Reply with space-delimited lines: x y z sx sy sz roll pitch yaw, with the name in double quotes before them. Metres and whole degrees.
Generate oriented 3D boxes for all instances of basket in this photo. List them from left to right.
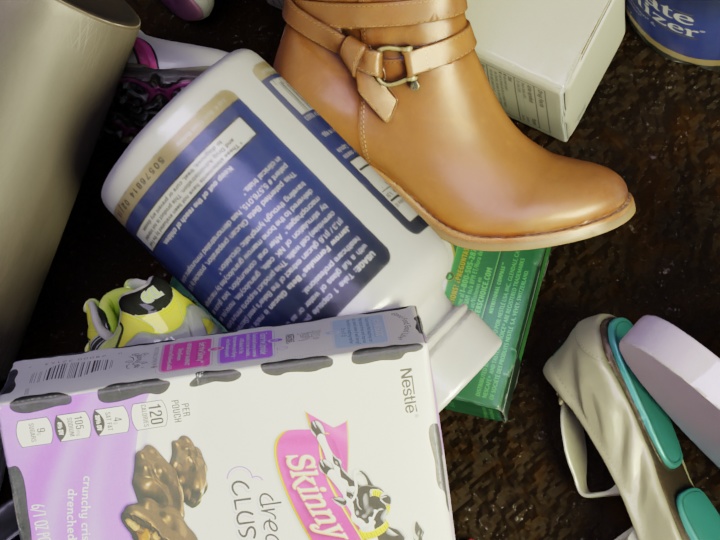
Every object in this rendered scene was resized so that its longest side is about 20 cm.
"basket" -0.213 -0.074 1.115 0.180 0.136 0.201 32 103 3

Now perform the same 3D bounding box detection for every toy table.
"toy table" 0.234 0.058 1.079 0.117 0.200 0.184 -49 34 -6

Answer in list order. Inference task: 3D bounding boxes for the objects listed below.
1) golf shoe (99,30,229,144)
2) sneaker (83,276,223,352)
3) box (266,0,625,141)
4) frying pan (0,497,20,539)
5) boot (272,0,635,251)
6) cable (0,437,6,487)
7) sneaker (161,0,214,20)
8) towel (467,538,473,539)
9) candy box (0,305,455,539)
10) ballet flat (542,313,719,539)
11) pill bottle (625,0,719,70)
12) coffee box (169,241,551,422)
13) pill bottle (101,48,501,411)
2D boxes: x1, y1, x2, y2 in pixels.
"golf shoe" -0.151 -0.123 1.206 0.199 0.073 0.093 5 63 21
"sneaker" -0.112 0.041 1.120 0.075 0.200 0.077 -30 96 -23
"box" 0.043 -0.157 1.185 0.199 0.095 0.078 26 80 11
"frying pan" -0.164 0.125 1.127 0.190 0.115 0.031 -44 80 25
"boot" 0.049 -0.098 1.109 0.199 0.077 0.156 10 113 21
"cable" -0.297 0.093 1.176 0.199 0.069 0.201 -24 76 -12
"sneaker" -0.130 -0.242 1.243 0.088 0.081 0.200 -41 80 -9
"towel" 0.020 0.258 1.137 0.200 0.022 0.145 -37 76 -1
"candy box" -0.057 0.117 1.001 0.199 0.072 0.169 -9 103 -1
"ballet flat" 0.152 0.122 1.131 0.069 0.069 0.201 -23 74 3
"pill bottle" 0.189 -0.187 1.114 0.111 0.200 0.113 -2 77 8
"coffee box" 0.000 0.000 1.183 0.199 0.044 0.124 13 78 11
"pill bottle" -0.026 -0.005 1.075 0.111 0.111 0.200 -45 87 -3
